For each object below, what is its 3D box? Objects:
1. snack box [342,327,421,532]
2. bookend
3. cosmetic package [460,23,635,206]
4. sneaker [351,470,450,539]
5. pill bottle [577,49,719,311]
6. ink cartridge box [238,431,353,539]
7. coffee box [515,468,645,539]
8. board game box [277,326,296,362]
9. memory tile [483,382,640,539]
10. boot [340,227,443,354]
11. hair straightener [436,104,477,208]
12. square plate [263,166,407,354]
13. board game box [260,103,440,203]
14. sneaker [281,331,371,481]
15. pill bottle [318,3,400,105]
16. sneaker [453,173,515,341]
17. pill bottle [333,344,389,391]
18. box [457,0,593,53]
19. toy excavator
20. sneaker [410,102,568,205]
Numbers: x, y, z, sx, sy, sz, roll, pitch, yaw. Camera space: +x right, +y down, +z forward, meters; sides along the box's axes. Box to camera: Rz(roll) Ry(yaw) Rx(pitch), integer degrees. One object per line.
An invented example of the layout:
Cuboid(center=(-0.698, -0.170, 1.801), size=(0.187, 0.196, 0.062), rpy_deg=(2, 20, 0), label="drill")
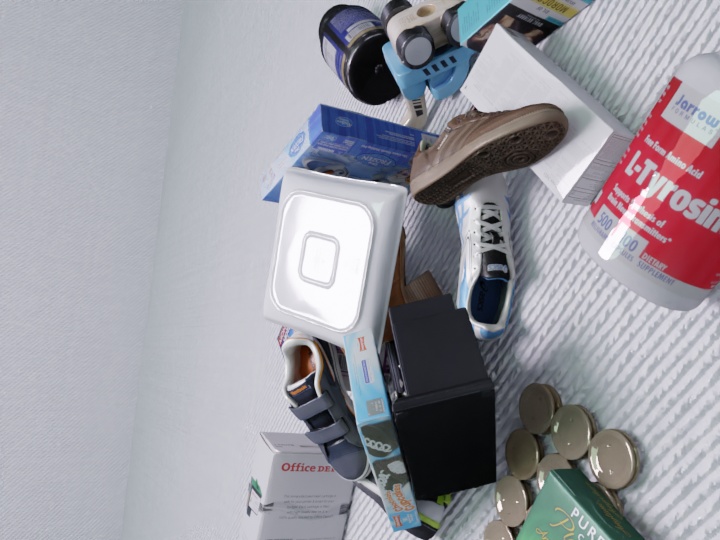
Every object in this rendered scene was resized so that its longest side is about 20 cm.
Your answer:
Cuboid(center=(0.024, 0.177, 0.696), size=(0.118, 0.036, 0.203), rpy_deg=(-102, -2, -50), label="snack box")
Cuboid(center=(0.072, 0.097, 0.670), size=(0.202, 0.090, 0.202), rpy_deg=(75, -177, -50), label="bookend")
Cuboid(center=(0.187, -0.164, 0.664), size=(0.083, 0.050, 0.202), rpy_deg=(-57, 46, 33), label="cosmetic package")
Cuboid(center=(0.053, 0.264, 0.821), size=(0.084, 0.071, 0.199), rpy_deg=(-60, 30, -7), label="sneaker")
Cuboid(center=(0.258, -0.081, 0.473), size=(0.203, 0.110, 0.113), rpy_deg=(-65, 33, 27), label="pill bottle")
Cuboid(center=(-0.096, 0.354, 0.966), size=(0.084, 0.143, 0.206), rpy_deg=(20, 99, 62), label="ink cartridge box")
Cuboid(center=(0.176, 0.293, 0.556), size=(0.123, 0.043, 0.205), rpy_deg=(46, 123, 55), label="coffee box")
Cuboid(center=(-0.076, 0.075, 1.092), size=(0.203, 0.060, 0.201), rpy_deg=(-65, 32, 28), label="board game box")
Cuboid(center=(0.186, 0.226, 0.618), size=(0.153, 0.016, 0.206), rpy_deg=(27, 107, 60), label="memory tile")
Cuboid(center=(0.000, 0.000, 0.829), size=(0.203, 0.153, 0.074), rpy_deg=(59, -178, 14), label="boot")
Cuboid(center=(0.148, -0.157, 0.784), size=(0.202, 0.040, 0.078), rpy_deg=(-58, 48, 28), label="hair straightener")
Cuboid(center=(-0.043, -0.015, 0.784), size=(0.195, 0.028, 0.206), rpy_deg=(15, 99, 36), label="square plate")
Cuboid(center=(-0.013, -0.141, 0.895), size=(0.198, 0.195, 0.045), rpy_deg=(-33, 57, 53), label="board game box")
Cuboid(center=(-0.051, 0.175, 0.819), size=(0.077, 0.079, 0.204), rpy_deg=(-30, 74, 25), label="sneaker")
Cuboid(center=(-0.002, -0.354, 1.025), size=(0.114, 0.109, 0.202), rpy_deg=(-64, 33, 27), label="pill bottle")
Cuboid(center=(0.142, -0.025, 0.707), size=(0.072, 0.070, 0.206), rpy_deg=(169, 102, -74), label="sneaker")
Cuboid(center=(-0.004, 0.063, 0.912), size=(0.111, 0.110, 0.206), rpy_deg=(0, 82, 61), label="pill bottle")
Cuboid(center=(0.195, -0.301, 0.680), size=(0.199, 0.080, 0.051), rpy_deg=(-28, 59, 56), label="box")
Cuboid(center=(0.080, -0.254, 0.870), size=(0.190, 0.202, 0.101), rpy_deg=(-24, 47, 4), label="toy excavator")
Cuboid(center=(0.119, -0.136, 0.657), size=(0.198, 0.069, 0.078), rpy_deg=(-23, 61, 47), label="sneaker")
